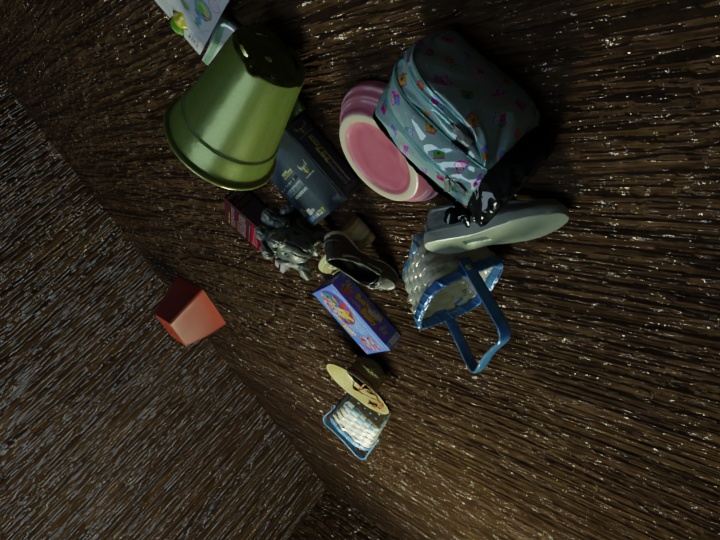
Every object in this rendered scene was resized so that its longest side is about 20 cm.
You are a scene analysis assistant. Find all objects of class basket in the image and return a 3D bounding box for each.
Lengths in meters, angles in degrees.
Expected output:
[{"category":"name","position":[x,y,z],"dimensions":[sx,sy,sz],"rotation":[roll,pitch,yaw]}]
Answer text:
[{"category":"basket","position":[0.150,0.040,0.955],"dimensions":[0.177,0.137,0.203],"rotation":[106,146,-64]},{"category":"basket","position":[-0.010,0.453,1.885],"dimensions":[0.176,0.139,0.201],"rotation":[42,126,6]}]

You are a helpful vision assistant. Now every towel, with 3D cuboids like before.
[{"category":"towel","position":[-0.188,-0.325,1.099],"dimensions":[0.201,0.031,0.149],"rotation":[49,157,-8]}]

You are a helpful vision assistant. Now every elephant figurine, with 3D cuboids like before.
[{"category":"elephant figurine","position":[-0.130,-0.050,1.281],"dimensions":[0.200,0.153,0.144],"rotation":[37,140,58]}]

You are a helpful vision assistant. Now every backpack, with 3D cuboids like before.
[{"category":"backpack","position":[0.115,-0.168,0.731],"dimensions":[0.200,0.166,0.127],"rotation":[45,137,7]}]

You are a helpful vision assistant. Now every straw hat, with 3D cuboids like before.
[{"category":"straw hat","position":[0.014,0.276,1.660],"dimensions":[0.199,0.085,0.202],"rotation":[33,158,15]}]

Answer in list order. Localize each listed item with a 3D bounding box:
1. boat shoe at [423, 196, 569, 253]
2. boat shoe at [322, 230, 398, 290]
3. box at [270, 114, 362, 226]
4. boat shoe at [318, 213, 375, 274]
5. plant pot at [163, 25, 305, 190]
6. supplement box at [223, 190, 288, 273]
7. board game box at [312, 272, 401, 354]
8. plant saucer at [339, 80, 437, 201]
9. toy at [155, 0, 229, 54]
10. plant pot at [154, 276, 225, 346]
[{"category":"boat shoe","position":[0.172,-0.076,0.843],"dimensions":[0.198,0.073,0.070],"rotation":[-11,157,31]},{"category":"boat shoe","position":[0.000,0.000,1.190],"dimensions":[0.066,0.058,0.199],"rotation":[-23,138,33]},{"category":"box","position":[-0.096,-0.175,1.162],"dimensions":[0.158,0.051,0.199],"rotation":[49,156,-8]},{"category":"boat shoe","position":[-0.031,-0.036,1.250],"dimensions":[0.062,0.074,0.200],"rotation":[37,153,-1]},{"category":"plant pot","position":[-0.178,-0.264,0.989],"dimensions":[0.200,0.200,0.190],"rotation":[45,130,-1]},{"category":"supplement box","position":[-0.230,-0.098,1.489],"dimensions":[0.199,0.061,0.109],"rotation":[41,155,7]},{"category":"board game box","position":[-0.010,0.101,1.468],"dimensions":[0.201,0.045,0.134],"rotation":[49,156,-8]},{"category":"plant saucer","position":[0.039,-0.178,0.940],"dimensions":[0.199,0.051,0.202],"rotation":[37,154,21]},{"category":"toy","position":[-0.255,-0.439,1.002],"dimensions":[0.116,0.047,0.199],"rotation":[50,149,-12]},{"category":"plant pot","position":[-0.691,0.176,2.529],"dimensions":[0.198,0.176,0.202],"rotation":[21,147,43]}]
